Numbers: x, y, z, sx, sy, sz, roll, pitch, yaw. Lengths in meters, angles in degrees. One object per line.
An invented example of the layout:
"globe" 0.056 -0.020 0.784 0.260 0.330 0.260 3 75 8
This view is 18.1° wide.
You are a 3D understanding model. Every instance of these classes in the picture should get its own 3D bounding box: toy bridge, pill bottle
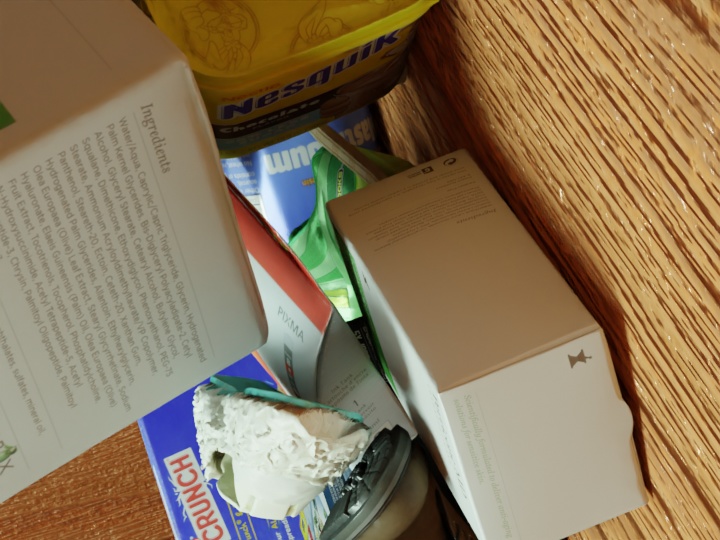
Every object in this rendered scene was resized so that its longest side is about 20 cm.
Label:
"toy bridge" -0.007 -0.108 1.284 0.027 0.067 0.201 96 156 -70
"pill bottle" -0.037 -0.055 1.445 0.112 0.112 0.201 -137 30 -74

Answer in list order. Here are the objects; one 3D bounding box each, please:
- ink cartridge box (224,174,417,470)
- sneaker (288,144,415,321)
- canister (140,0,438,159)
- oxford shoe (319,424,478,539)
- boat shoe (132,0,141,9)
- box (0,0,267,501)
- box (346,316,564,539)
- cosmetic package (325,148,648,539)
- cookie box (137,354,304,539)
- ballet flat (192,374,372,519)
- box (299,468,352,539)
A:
"ink cartridge box" -0.058 0.006 1.191 0.162 0.050 0.200 47 176 40
"sneaker" 0.000 0.000 1.374 0.083 0.074 0.201 36 140 30
"canister" -0.036 -0.129 1.165 0.200 0.148 0.087 109 137 -80
"oxford shoe" 0.028 0.130 1.122 0.084 0.073 0.200 30 167 11
"boat shoe" -0.161 -0.153 1.345 0.201 0.072 0.066 -117 2 -47
"box" -0.177 -0.042 1.093 0.199 0.171 0.200 46 159 40
"box" 0.050 0.135 1.347 0.200 0.086 0.164 86 164 -58
"cosmetic package" 0.058 0.036 1.088 0.200 0.085 0.108 -119 10 -60
"cookie box" -0.034 0.133 1.505 0.075 0.199 0.172 96 155 -70
"ballet flat" -0.042 0.091 1.117 0.200 0.072 0.072 -179 71 -77
"box" 0.003 0.179 1.319 0.200 0.038 0.137 94 157 -68
